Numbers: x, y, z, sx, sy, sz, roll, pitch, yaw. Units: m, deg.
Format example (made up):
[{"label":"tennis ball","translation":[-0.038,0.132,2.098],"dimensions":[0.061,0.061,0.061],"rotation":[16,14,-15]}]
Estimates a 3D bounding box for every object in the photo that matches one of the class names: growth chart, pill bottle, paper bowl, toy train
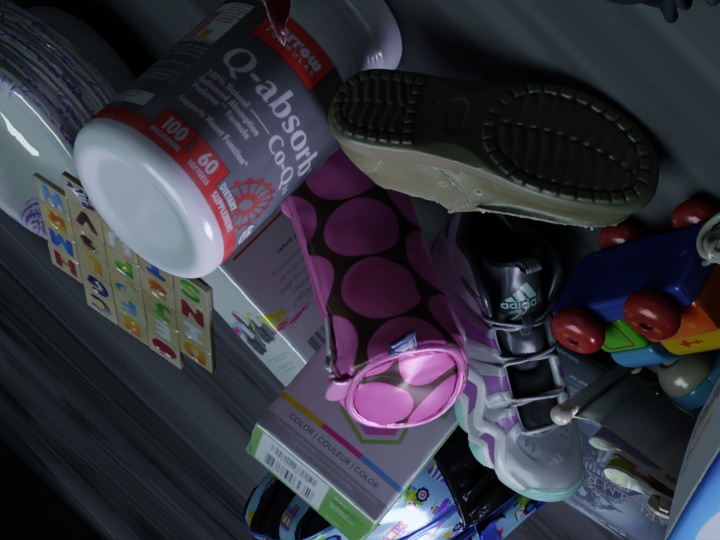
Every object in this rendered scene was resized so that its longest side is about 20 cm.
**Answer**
[{"label":"growth chart","translation":[0.209,0.126,1.027],"dimensions":[0.200,0.144,0.018],"rotation":[40,121,24]},{"label":"pill bottle","translation":[-0.071,-0.100,1.031],"dimensions":[0.115,0.200,0.116],"rotation":[32,151,21]},{"label":"paper bowl","translation":[-0.246,-0.124,1.319],"dimensions":[0.200,0.104,0.202],"rotation":[32,150,21]},{"label":"toy train","translation":[0.211,0.024,0.965],"dimensions":[0.116,0.085,0.199],"rotation":[41,154,-18]}]

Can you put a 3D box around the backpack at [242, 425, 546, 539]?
[{"label":"backpack","translation":[0.021,0.166,1.254],"dimensions":[0.182,0.200,0.135],"rotation":[2,127,60]}]

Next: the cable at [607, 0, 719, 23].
[{"label":"cable","translation":[0.107,-0.160,0.791],"dimensions":[0.162,0.051,0.200],"rotation":[22,172,-18]}]

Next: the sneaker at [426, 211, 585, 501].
[{"label":"sneaker","translation":[0.099,0.039,1.068],"dimensions":[0.201,0.077,0.140],"rotation":[63,157,21]}]

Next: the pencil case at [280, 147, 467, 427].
[{"label":"pencil case","translation":[0.000,0.000,1.076],"dimensions":[0.091,0.093,0.201],"rotation":[99,158,-47]}]

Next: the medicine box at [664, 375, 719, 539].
[{"label":"medicine box","translation":[0.285,0.103,0.887],"dimensions":[0.198,0.104,0.183],"rotation":[18,148,6]}]

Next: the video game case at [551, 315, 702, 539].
[{"label":"video game case","translation":[0.177,0.124,1.207],"dimensions":[0.142,0.019,0.201],"rotation":[31,149,23]}]

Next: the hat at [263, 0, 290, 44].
[{"label":"hat","translation":[-0.086,-0.224,0.904],"dimensions":[0.166,0.176,0.199],"rotation":[53,151,-19]}]

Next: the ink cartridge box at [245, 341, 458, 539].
[{"label":"ink cartridge box","translation":[0.024,0.077,1.147],"dimensions":[0.104,0.200,0.059],"rotation":[39,153,7]}]

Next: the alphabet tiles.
[{"label":"alphabet tiles","translation":[-0.179,0.004,1.278],"dimensions":[0.166,0.006,0.201],"rotation":[33,154,14]}]

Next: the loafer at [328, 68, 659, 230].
[{"label":"loafer","translation":[0.080,-0.070,0.993],"dimensions":[0.198,0.077,0.068],"rotation":[17,159,16]}]

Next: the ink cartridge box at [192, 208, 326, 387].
[{"label":"ink cartridge box","translation":[-0.050,-0.004,1.227],"dimensions":[0.200,0.115,0.068],"rotation":[48,154,-7]}]
